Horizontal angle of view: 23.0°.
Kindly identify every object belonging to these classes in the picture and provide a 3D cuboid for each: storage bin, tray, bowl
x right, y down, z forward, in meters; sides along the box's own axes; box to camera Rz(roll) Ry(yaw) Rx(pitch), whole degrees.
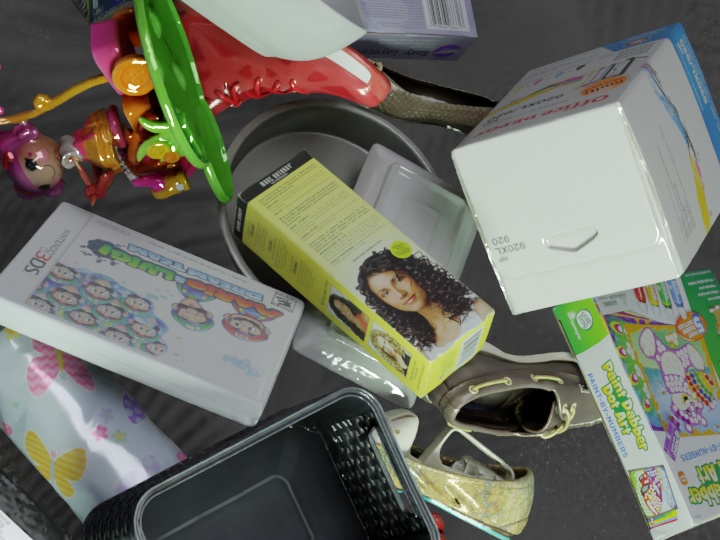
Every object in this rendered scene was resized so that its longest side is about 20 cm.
[{"bbox_3d":[-0.064,0.177,1.162,0.199,0.094,0.136,-25,90,-34],"label":"storage bin"},{"bbox_3d":[0.027,-0.001,1.368,0.107,0.022,0.201,28,60,-11],"label":"tray"},{"bbox_3d":[-0.097,-0.242,1.283,0.200,0.075,0.200,31,26,-37],"label":"bowl"}]

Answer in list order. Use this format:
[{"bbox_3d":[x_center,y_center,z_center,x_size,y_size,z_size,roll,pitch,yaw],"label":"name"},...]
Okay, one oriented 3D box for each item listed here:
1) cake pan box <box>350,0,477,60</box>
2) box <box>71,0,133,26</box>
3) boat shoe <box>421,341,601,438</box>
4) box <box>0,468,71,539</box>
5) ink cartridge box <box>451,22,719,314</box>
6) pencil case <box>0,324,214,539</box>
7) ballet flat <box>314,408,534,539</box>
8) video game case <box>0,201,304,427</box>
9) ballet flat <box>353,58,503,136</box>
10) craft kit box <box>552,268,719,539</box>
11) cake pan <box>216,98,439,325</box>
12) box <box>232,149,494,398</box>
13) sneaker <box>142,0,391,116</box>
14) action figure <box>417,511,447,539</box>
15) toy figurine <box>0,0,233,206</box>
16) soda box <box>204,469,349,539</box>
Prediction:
[{"bbox_3d":[-0.004,-0.271,1.500,0.199,0.052,0.185,-2,71,-25],"label":"cake pan box"},{"bbox_3d":[-0.150,-0.279,1.397,0.200,0.070,0.064,-35,77,-18],"label":"box"},{"bbox_3d":[0.128,0.099,1.359,0.199,0.072,0.060,14,36,-40],"label":"boat shoe"},{"bbox_3d":[-0.294,0.154,1.116,0.200,0.164,0.086,43,58,0],"label":"box"},{"bbox_3d":[0.188,-0.081,1.384,0.145,0.147,0.200,66,31,-15],"label":"ink cartridge box"},{"bbox_3d":[-0.187,0.112,1.231,0.200,0.083,0.091,47,43,1],"label":"pencil case"},{"bbox_3d":[0.044,0.141,1.326,0.199,0.071,0.071,23,60,-17],"label":"ballet flat"},{"bbox_3d":[-0.146,0.026,1.242,0.199,0.024,0.182,23,23,-1],"label":"video game case"},{"bbox_3d":[0.063,-0.143,1.462,0.199,0.046,0.067,18,27,-19],"label":"ballet flat"},{"bbox_3d":[0.260,0.102,1.419,0.200,0.048,0.198,-8,74,-50],"label":"craft kit box"},{"bbox_3d":[-0.024,-0.039,1.396,0.199,0.037,0.201,10,64,-20],"label":"cake pan"},{"bbox_3d":[0.000,0.000,1.302,0.200,0.050,0.075,39,56,20],"label":"box"},{"bbox_3d":[-0.081,-0.142,1.375,0.199,0.078,0.116,26,88,20],"label":"sneaker"},{"bbox_3d":[0.061,0.272,1.292,0.065,0.052,0.201,11,59,-26],"label":"action figure"},{"bbox_3d":[-0.209,-0.105,1.283,0.183,0.200,0.151,-16,47,7],"label":"toy figurine"},{"bbox_3d":[-0.106,0.221,1.224,0.200,0.071,0.063,-32,87,-32],"label":"soda box"}]
